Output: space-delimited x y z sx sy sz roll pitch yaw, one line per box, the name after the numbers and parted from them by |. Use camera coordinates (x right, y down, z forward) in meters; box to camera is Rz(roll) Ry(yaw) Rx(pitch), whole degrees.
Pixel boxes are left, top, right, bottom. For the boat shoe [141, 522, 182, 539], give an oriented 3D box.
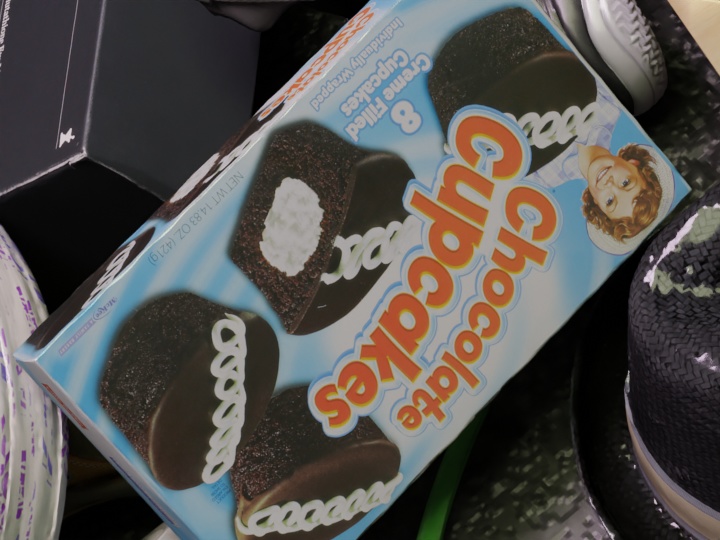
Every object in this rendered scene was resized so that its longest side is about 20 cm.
-0.107 0.172 0.938 0.061 0.072 0.201 44 80 -6 | boat shoe

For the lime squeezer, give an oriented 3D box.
0.035 0.127 0.936 0.070 0.038 0.201 -22 55 5 | lime squeezer

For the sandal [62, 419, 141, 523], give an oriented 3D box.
-0.102 0.051 1.017 0.199 0.054 0.081 -8 58 14 | sandal

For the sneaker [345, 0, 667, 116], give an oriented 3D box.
0.008 -0.096 1.052 0.114 0.076 0.200 -42 59 -11 | sneaker

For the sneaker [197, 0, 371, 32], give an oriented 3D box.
0.014 -0.144 1.001 0.199 0.112 0.077 -24 29 -37 | sneaker

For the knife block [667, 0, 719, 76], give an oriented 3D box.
0.182 -0.126 0.962 0.175 0.064 0.201 -36 81 13 | knife block

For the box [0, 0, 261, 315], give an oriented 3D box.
-0.106 -0.090 1.058 0.141 0.079 0.201 -24 50 41 | box

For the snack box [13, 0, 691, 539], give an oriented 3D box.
0.000 0.000 0.936 0.200 0.116 0.037 -46 15 -14 | snack box

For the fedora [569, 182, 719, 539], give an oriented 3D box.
0.157 0.020 0.923 0.199 0.092 0.202 -9 59 14 | fedora

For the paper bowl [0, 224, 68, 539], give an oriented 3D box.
-0.196 0.062 0.960 0.200 0.104 0.202 -6 82 45 | paper bowl
